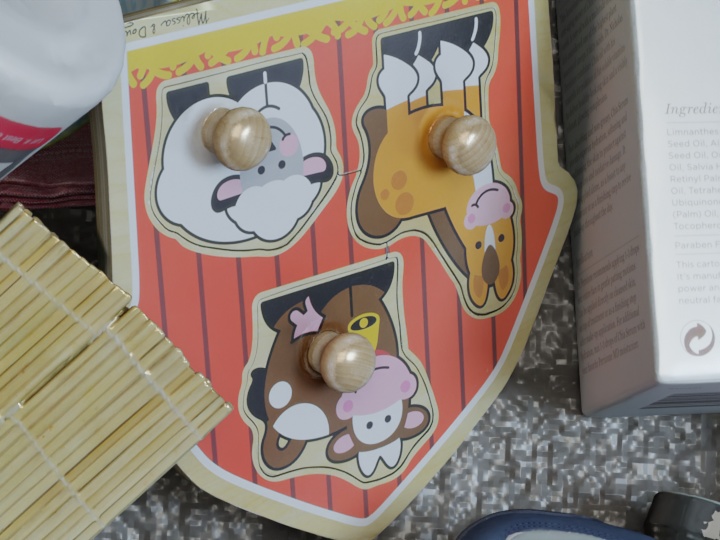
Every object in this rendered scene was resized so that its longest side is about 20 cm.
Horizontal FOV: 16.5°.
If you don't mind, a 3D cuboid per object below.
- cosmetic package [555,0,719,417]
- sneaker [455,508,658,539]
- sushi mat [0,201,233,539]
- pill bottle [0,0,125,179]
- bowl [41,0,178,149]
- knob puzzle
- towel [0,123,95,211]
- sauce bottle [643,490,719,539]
[{"bbox_3d":[0.114,-0.055,0.860,0.071,0.101,0.202,-2,81,-10],"label":"cosmetic package"},{"bbox_3d":[0.104,0.130,0.763,0.199,0.082,0.071,28,89,22],"label":"sneaker"},{"bbox_3d":[-0.141,0.076,0.770,0.200,0.012,0.096,-42,107,6],"label":"sushi mat"},{"bbox_3d":[-0.175,-0.044,0.737,0.199,0.111,0.111,-34,86,25],"label":"pill bottle"},{"bbox_3d":[-0.143,-0.144,0.799,0.199,0.201,0.108,17,34,-5],"label":"bowl"},{"bbox_3d":[0.000,0.000,0.818,0.218,0.030,0.221,-13,112,-34],"label":"knob puzzle"},{"bbox_3d":[-0.074,-0.124,0.883,0.143,0.023,0.202,-5,81,-10],"label":"towel"},{"bbox_3d":[0.091,0.175,0.835,0.064,0.065,0.201,19,80,-5],"label":"sauce bottle"}]
